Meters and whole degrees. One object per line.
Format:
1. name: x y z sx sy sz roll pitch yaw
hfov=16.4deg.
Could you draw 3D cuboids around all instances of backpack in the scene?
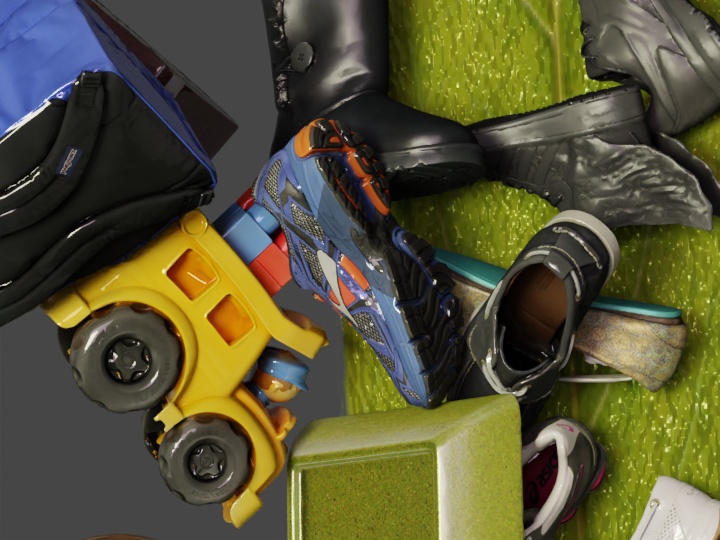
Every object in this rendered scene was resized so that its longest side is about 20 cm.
1. backpack: -0.216 -0.068 1.546 0.200 0.163 0.168 -37 45 6

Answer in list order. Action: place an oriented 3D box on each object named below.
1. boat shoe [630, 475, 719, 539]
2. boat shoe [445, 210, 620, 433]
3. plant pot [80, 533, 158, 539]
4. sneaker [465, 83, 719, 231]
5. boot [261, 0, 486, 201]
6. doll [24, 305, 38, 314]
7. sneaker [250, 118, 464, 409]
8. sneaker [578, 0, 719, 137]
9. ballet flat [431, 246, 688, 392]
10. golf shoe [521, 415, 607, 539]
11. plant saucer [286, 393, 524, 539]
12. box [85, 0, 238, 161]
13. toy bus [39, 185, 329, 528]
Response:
1. boat shoe: 0.163 0.223 1.609 0.069 0.071 0.200 32 81 19
2. boat shoe: 0.097 0.051 1.603 0.072 0.068 0.200 31 128 5
3. plant pot: -0.194 0.265 1.626 0.200 0.198 0.201 -3 80 15
4. sneaker: 0.138 -0.060 1.665 0.199 0.060 0.105 -14 98 30
5. boot: 0.003 -0.131 1.678 0.200 0.076 0.169 -10 77 49
6. doll: -0.307 0.021 1.745 0.199 0.137 0.049 -5 117 24
7. sneaker: 0.000 0.000 1.605 0.078 0.075 0.200 -23 99 37
8. sneaker: 0.175 -0.176 1.678 0.091 0.076 0.200 -37 70 13
9. ballet flat: 0.116 0.036 1.659 0.199 0.071 0.071 15 84 17
10. golf shoe: 0.084 0.180 1.627 0.077 0.088 0.200 30 90 16
11. plant saucer: 0.017 0.186 1.613 0.199 0.048 0.201 -11 76 44
12. box: -0.226 -0.116 1.721 0.200 0.164 0.166 41 91 17
13. toy bus: -0.090 0.040 1.654 0.192 0.136 0.200 -40 104 -5
